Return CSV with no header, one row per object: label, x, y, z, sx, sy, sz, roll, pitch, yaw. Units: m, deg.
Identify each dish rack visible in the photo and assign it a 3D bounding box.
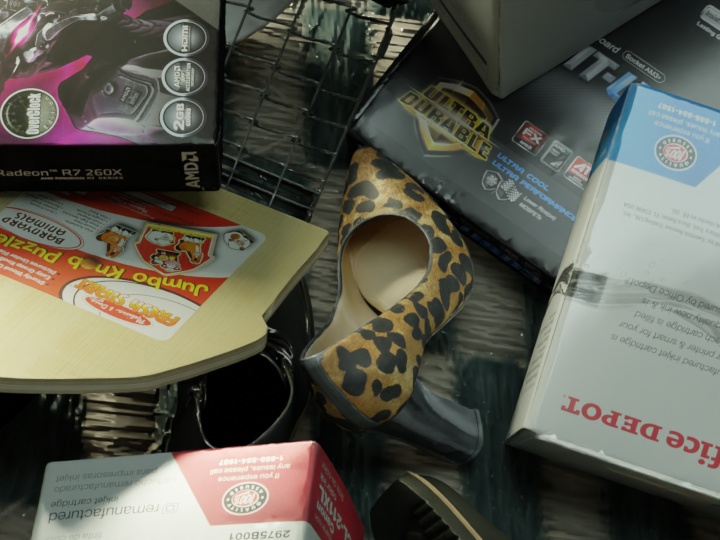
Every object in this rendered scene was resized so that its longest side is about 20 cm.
dish rack,-0.067,-0.110,1.519,0.153,0.055,0.200,23,90,-18

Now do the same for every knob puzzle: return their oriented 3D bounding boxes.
knob puzzle,-0.138,0.010,1.384,0.220,0.030,0.220,5,37,-4

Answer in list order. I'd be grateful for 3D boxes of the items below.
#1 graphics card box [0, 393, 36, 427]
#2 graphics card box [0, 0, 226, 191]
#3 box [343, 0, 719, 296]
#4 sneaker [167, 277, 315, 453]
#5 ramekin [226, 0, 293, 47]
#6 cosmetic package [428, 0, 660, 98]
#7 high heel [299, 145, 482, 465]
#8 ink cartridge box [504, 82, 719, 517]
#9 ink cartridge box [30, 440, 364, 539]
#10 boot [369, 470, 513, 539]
graphics card box,-0.263,0.017,1.411,0.200,0.051,0.125,38,52,12
graphics card box,-0.170,-0.103,1.423,0.200,0.051,0.126,1,59,0
box,0.127,-0.095,1.571,0.200,0.050,0.199,36,80,12
sneaker,-0.054,0.045,1.423,0.075,0.106,0.200,13,51,-6
ramekin,-0.123,-0.222,1.565,0.202,0.094,0.202,-2,97,-19
cosmetic package,0.124,-0.223,1.478,0.199,0.200,0.123,-32,76,-7
high heel,0.000,0.000,1.456,0.143,0.071,0.200,27,40,-52
ink cartridge box,0.178,0.020,1.473,0.145,0.084,0.200,19,80,-2
ink cartridge box,-0.085,0.188,1.285,0.146,0.083,0.200,-6,50,15
boot,0.111,0.164,1.411,0.138,0.077,0.200,-34,82,-38
